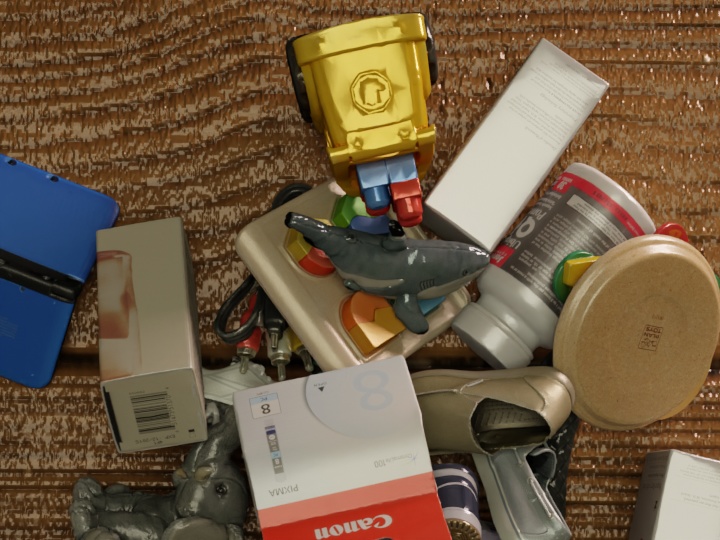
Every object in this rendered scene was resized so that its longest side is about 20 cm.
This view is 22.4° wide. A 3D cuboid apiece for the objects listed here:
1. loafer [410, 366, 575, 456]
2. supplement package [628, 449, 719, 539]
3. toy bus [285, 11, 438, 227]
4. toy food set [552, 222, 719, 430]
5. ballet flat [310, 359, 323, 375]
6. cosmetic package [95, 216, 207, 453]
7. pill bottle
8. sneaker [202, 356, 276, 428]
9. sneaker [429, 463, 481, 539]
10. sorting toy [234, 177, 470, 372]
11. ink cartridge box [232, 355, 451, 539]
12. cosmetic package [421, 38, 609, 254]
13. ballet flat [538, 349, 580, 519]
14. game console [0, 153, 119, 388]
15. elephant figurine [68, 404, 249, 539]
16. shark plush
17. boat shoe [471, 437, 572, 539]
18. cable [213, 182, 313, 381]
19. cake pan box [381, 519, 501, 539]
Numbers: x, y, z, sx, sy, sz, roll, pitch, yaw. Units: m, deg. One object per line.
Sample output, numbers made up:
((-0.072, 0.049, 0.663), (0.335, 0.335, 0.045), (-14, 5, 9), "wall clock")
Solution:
((0.096, 0.133, 1.670), (0.199, 0.068, 0.076), (-12, 113, 15), "loafer")
((0.315, 0.280, 1.713), (0.119, 0.121, 0.201), (13, 82, -1), "supplement package")
((0.016, -0.129, 1.709), (0.135, 0.200, 0.193), (-13, 82, -2), "toy bus")
((0.261, 0.055, 1.715), (0.199, 0.049, 0.199), (-6, 110, -27), "toy food set")
((-0.015, 0.106, 1.730), (0.062, 0.067, 0.200), (54, 40, -29), "ballet flat")
((-0.194, 0.058, 1.681), (0.087, 0.104, 0.201), (-8, 43, -1), "cosmetic package")
((0.181, 0.004, 1.747), (0.111, 0.111, 0.200), (41, 83, 3), "pill bottle")
((-0.096, 0.128, 1.746), (0.199, 0.075, 0.081), (13, 71, -3), "sneaker")
((0.043, 0.257, 1.638), (0.070, 0.109, 0.200), (31, 121, -16), "sneaker")
((0.000, 0.000, 1.729), (0.200, 0.036, 0.185), (-32, 84, -44), "sorting toy")
((-0.018, 0.170, 1.571), (0.159, 0.047, 0.200), (-12, 41, -5), "ink cartridge box")
((0.144, -0.114, 1.762), (0.085, 0.108, 0.200), (35, 85, 1), "cosmetic package")
((0.184, 0.167, 1.764), (0.057, 0.066, 0.201), (20, 82, -40), "ballet flat")
((-0.360, -0.009, 1.776), (0.199, 0.118, 0.171), (22, 114, 1), "game console")
((-0.159, 0.234, 1.692), (0.199, 0.155, 0.142), (-16, 58, 2), "elephant figurine")
((0.019, -0.027, 1.680), (0.199, 0.083, 0.091), (29, 46, -22), "shark plush")
((0.152, 0.189, 1.698), (0.071, 0.201, 0.070), (-29, 129, 11), "boat shoe")
((-0.087, 0.010, 1.761), (0.097, 0.050, 0.201), (-1, 58, 8), "cable")
((0.041, 0.309, 1.698), (0.183, 0.052, 0.201), (15, 96, -15), "cake pan box")
